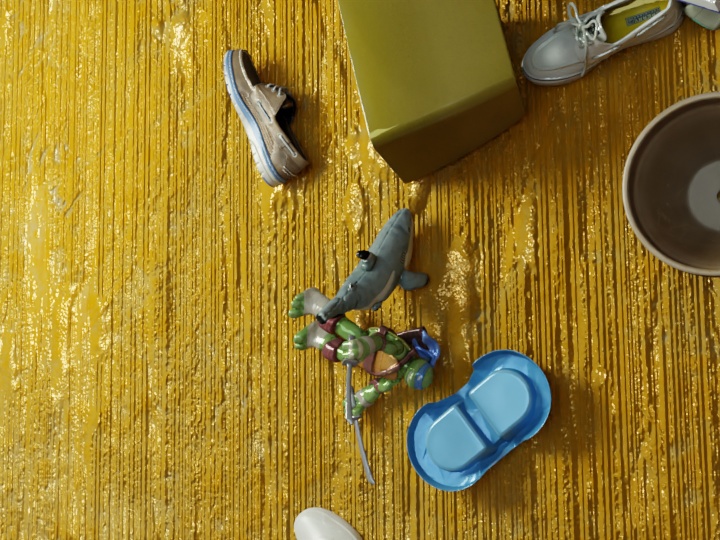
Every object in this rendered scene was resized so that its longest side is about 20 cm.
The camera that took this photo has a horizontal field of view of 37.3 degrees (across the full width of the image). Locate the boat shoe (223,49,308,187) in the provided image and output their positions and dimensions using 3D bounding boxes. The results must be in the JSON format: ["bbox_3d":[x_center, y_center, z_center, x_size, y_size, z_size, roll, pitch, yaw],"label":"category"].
[{"bbox_3d":[-0.124,-0.218,1.457,0.072,0.072,0.201,-23,85,16],"label":"boat shoe"}]

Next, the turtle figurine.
[{"bbox_3d":[-0.021,0.122,1.323,0.194,0.144,0.200,32,88,32],"label":"turtle figurine"}]

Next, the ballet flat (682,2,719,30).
[{"bbox_3d":[0.449,-0.361,1.209,0.064,0.067,0.200,37,103,-5],"label":"ballet flat"}]

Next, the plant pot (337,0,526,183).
[{"bbox_3d":[0.096,-0.243,1.291,0.176,0.200,0.201,-15,78,12],"label":"plant pot"}]

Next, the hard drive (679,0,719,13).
[{"bbox_3d":[0.366,-0.371,1.205,0.132,0.025,0.200,-51,42,0],"label":"hard drive"}]

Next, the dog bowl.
[{"bbox_3d":[0.148,0.181,1.292,0.200,0.050,0.112,-42,69,15],"label":"dog bowl"}]

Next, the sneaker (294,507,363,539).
[{"bbox_3d":[-0.032,0.379,1.320,0.074,0.115,0.200,-49,66,15],"label":"sneaker"}]

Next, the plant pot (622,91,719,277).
[{"bbox_3d":[0.397,-0.089,1.178,0.200,0.093,0.202,-3,84,24],"label":"plant pot"}]

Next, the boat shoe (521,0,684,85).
[{"bbox_3d":[0.278,-0.281,1.258,0.201,0.086,0.075,-18,77,22],"label":"boat shoe"}]

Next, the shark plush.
[{"bbox_3d":[0.000,0.000,1.317,0.091,0.200,0.084,33,138,34],"label":"shark plush"}]
